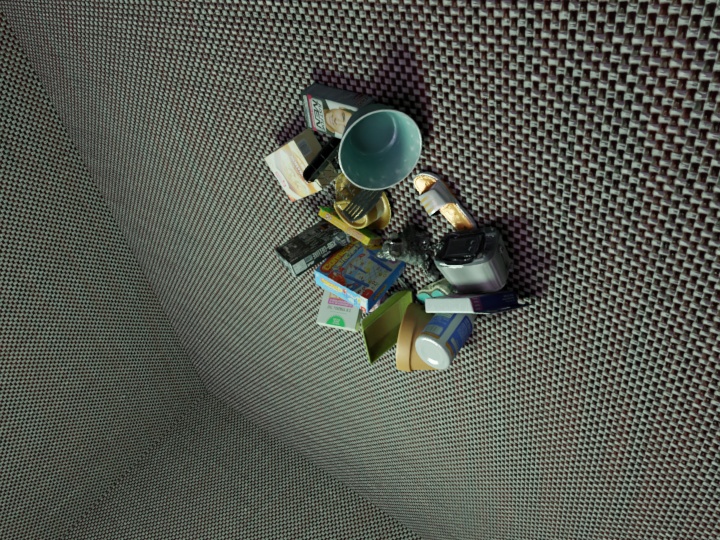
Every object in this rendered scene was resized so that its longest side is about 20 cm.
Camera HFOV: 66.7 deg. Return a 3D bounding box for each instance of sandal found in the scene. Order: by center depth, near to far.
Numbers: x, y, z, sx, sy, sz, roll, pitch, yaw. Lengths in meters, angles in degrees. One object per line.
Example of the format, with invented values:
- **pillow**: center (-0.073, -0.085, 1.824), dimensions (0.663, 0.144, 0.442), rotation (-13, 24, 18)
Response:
- **sandal**: center (0.202, -0.152, 1.336), dimensions (0.207, 0.059, 0.079), rotation (46, 146, 0)

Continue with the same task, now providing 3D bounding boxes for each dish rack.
- **dish rack**: center (-0.038, -0.237, 1.441), dimensions (0.154, 0.054, 0.200), rotation (-45, 80, 13)

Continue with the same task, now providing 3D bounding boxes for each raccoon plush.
- **raccoon plush**: center (0.136, -0.027, 1.474), dimensions (0.201, 0.134, 0.096), rotation (51, 145, -9)

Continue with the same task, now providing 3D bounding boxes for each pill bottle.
- **pill bottle**: center (0.242, 0.160, 1.492), dimensions (0.110, 0.200, 0.114), rotation (26, 141, 24)

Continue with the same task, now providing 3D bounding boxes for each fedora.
- **fedora**: center (-0.009, -0.179, 1.524), dimensions (0.198, 0.082, 0.204), rotation (30, 143, 25)

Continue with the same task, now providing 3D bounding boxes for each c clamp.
- **c clamp**: center (0.078, 0.041, 1.713), dimensions (0.197, 0.027, 0.174), rotation (7, 130, 45)

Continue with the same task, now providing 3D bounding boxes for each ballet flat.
- **ballet flat**: center (0.220, 0.058, 1.537), dimensions (0.067, 0.063, 0.200), rotation (41, 165, -6)

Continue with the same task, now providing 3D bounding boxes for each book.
- **book**: center (-0.048, 0.075, 1.672), dimensions (0.130, 0.205, 0.048), rotation (7, 163, 20)

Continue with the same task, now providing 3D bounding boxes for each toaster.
- **toaster**: center (0.270, -0.020, 1.332), dimensions (0.196, 0.115, 0.130), rotation (-6, 136, 41)

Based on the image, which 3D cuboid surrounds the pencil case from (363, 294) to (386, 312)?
- **pencil case**: center (-0.015, 0.090, 1.726), dimensions (0.194, 0.089, 0.089), rotation (3, 132, 17)

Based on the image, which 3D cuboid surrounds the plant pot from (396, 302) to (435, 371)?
- **plant pot**: center (0.197, 0.210, 1.625), dimensions (0.136, 0.202, 0.203), rotation (11, 137, 18)

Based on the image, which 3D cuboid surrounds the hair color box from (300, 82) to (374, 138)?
- **hair color box**: center (-0.054, -0.392, 1.370), dimensions (0.197, 0.061, 0.101), rotation (24, 141, 30)

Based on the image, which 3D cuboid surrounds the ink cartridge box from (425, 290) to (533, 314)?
- **ink cartridge box**: center (0.295, 0.076, 1.363), dimensions (0.197, 0.193, 0.045), rotation (-5, 90, 48)

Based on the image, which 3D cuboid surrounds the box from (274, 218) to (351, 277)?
- **box**: center (-0.147, -0.074, 1.646), dimensions (0.157, 0.197, 0.051), rotation (33, 152, 58)

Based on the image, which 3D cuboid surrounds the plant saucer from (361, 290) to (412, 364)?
- **plant saucer**: center (0.078, 0.164, 1.681), dimensions (0.048, 0.198, 0.202), rotation (40, 157, 34)

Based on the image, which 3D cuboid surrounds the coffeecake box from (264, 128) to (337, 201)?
- **coffeecake box**: center (-0.173, -0.299, 1.580), dimensions (0.198, 0.073, 0.155), rotation (-7, 120, 57)

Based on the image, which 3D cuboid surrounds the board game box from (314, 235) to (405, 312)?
- **board game box**: center (0.000, 0.000, 1.598), dimensions (0.193, 0.200, 0.057), rotation (26, 143, 25)

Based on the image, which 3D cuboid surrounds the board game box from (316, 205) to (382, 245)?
- **board game box**: center (-0.036, -0.134, 1.599), dimensions (0.198, 0.095, 0.030), rotation (36, 108, 19)

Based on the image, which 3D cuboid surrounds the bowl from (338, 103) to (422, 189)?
- **bowl**: center (0.037, -0.303, 1.275), dimensions (0.106, 0.195, 0.204), rotation (-108, 6, -48)
